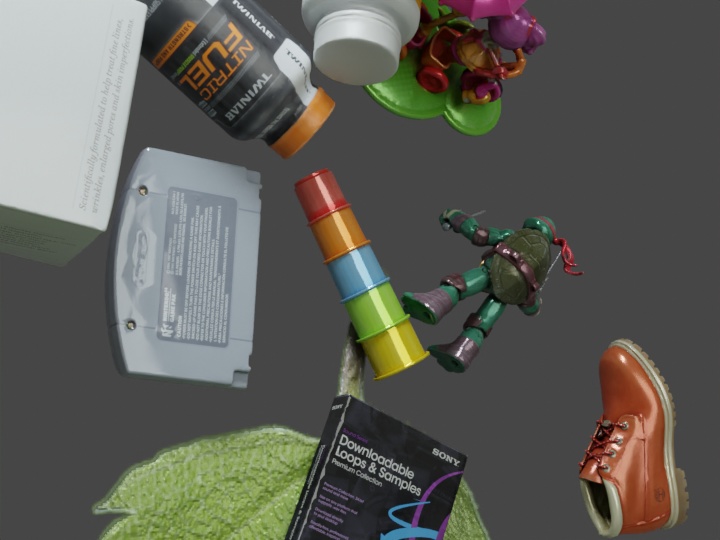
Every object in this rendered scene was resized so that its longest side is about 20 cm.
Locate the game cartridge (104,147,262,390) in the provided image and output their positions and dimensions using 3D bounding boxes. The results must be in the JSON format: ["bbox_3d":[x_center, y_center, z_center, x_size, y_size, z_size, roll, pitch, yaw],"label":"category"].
[{"bbox_3d":[-0.155,-0.002,0.989,0.132,0.040,0.202,11,73,-30],"label":"game cartridge"}]

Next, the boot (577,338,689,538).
[{"bbox_3d":[0.268,0.174,1.163,0.106,0.075,0.202,-8,84,-25],"label":"boot"}]

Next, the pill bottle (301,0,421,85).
[{"bbox_3d":[0.004,-0.276,1.037,0.108,0.109,0.202,16,66,-25],"label":"pill bottle"}]

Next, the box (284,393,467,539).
[{"bbox_3d":[0.008,0.232,1.025,0.142,0.036,0.201,29,65,-20],"label":"box"}]

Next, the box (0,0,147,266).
[{"bbox_3d":[-0.293,-0.130,0.887,0.198,0.130,0.201,15,72,-25],"label":"box"}]

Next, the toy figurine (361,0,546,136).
[{"bbox_3d":[0.110,-0.232,1.103,0.199,0.184,0.151,37,64,-17],"label":"toy figurine"}]

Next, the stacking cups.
[{"bbox_3d":[0.000,0.000,1.059,0.060,0.060,0.202,-23,90,-31],"label":"stacking cups"}]

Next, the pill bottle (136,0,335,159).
[{"bbox_3d":[-0.116,-0.191,1.013,0.200,0.106,0.107,41,63,-14],"label":"pill bottle"}]

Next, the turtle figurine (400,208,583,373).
[{"bbox_3d":[0.133,0.000,1.115,0.200,0.101,0.150,-44,101,-25],"label":"turtle figurine"}]
